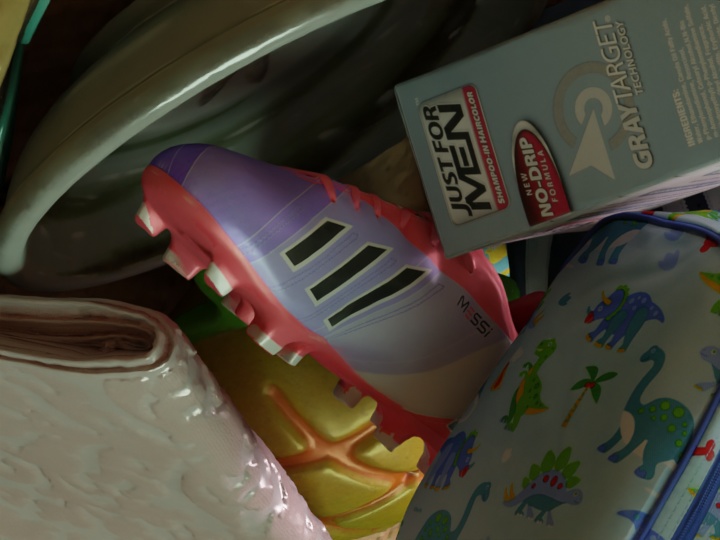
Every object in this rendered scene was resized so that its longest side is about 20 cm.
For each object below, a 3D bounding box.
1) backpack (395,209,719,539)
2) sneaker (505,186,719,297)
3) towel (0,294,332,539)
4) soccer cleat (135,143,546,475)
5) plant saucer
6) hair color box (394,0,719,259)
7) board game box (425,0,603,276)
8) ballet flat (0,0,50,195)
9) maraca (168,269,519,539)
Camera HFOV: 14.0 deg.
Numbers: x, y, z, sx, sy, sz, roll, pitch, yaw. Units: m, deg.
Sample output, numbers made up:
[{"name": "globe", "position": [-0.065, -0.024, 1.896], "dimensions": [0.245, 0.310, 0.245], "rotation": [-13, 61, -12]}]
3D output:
[{"name": "backpack", "position": [0.093, 0.080, 0.909], "dimensions": [0.200, 0.163, 0.154], "rotation": [-42, 110, -11]}, {"name": "sneaker", "position": [0.122, -0.035, 1.030], "dimensions": [0.070, 0.108, 0.201], "rotation": [19, 98, -47]}, {"name": "towel", "position": [-0.116, 0.054, 1.008], "dimensions": [0.190, 0.032, 0.200], "rotation": [10, 157, 22]}, {"name": "soccer cleat", "position": [0.000, 0.000, 0.930], "dimensions": [0.077, 0.067, 0.200], "rotation": [-49, 140, -2]}, {"name": "plant saucer", "position": [-0.036, -0.063, 0.937], "dimensions": [0.199, 0.050, 0.200], "rotation": [-29, 169, -6]}, {"name": "hair color box", "position": [0.121, -0.064, 0.904], "dimensions": [0.199, 0.061, 0.099], "rotation": [-21, 175, 33]}, {"name": "board game box", "position": [0.102, -0.035, 1.115], "dimensions": [0.150, 0.047, 0.200], "rotation": [-22, 150, -5]}, {"name": "ballet flat", "position": [-0.124, -0.077, 0.888], "dimensions": [0.063, 0.069, 0.200], "rotation": [15, 136, -10]}, {"name": "maraca", "position": [-0.012, 0.035, 1.070], "dimensions": [0.136, 0.108, 0.200], "rotation": [3, 152, -9]}]
